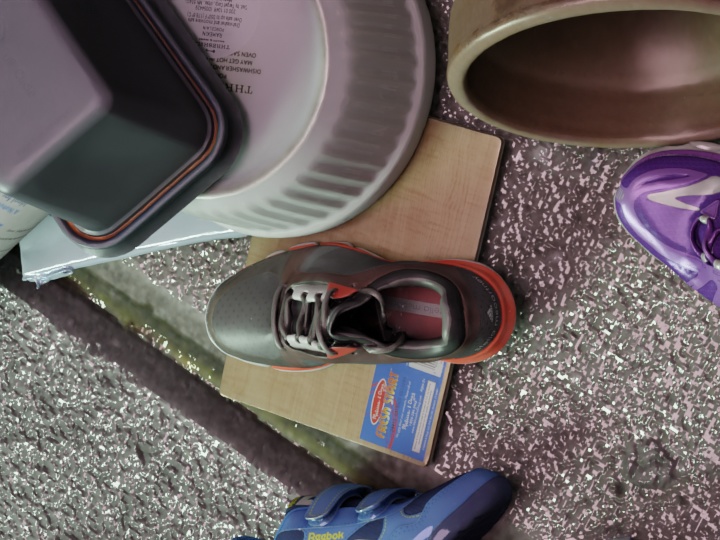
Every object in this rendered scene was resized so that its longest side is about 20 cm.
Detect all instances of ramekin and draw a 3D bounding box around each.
[{"bbox_3d":[-0.066,-0.120,1.403,0.198,0.105,0.202,0,91,26],"label":"ramekin"}]

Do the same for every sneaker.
[{"bbox_3d":[-0.001,0.158,1.422,0.199,0.074,0.083,-32,75,25],"label":"sneaker"},{"bbox_3d":[-0.013,0.021,1.398,0.198,0.082,0.078,-5,91,28],"label":"sneaker"},{"bbox_3d":[0.217,-0.002,1.285,0.199,0.083,0.081,35,112,24],"label":"sneaker"}]

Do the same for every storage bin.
[{"bbox_3d":[-0.185,-0.113,1.319,0.145,0.134,0.201,-39,74,12],"label":"storage bin"}]

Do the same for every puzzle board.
[{"bbox_3d":[0.000,0.000,1.446,0.150,0.017,0.202,17,101,26],"label":"puzzle board"}]

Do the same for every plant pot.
[{"bbox_3d":[0.142,-0.179,1.275,0.199,0.200,0.176,-10,70,29],"label":"plant pot"}]

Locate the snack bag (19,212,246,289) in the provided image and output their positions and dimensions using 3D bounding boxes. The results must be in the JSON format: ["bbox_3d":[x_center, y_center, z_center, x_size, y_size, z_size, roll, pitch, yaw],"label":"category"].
[{"bbox_3d":[-0.151,-0.102,1.522,0.187,0.021,0.202,-12,86,30],"label":"snack bag"}]

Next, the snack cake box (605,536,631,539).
[{"bbox_3d":[0.077,0.238,1.385,0.199,0.067,0.116,-23,80,28],"label":"snack cake box"}]

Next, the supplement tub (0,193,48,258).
[{"bbox_3d":[-0.255,-0.066,1.497,0.200,0.132,0.132,-41,74,25],"label":"supplement tub"}]
